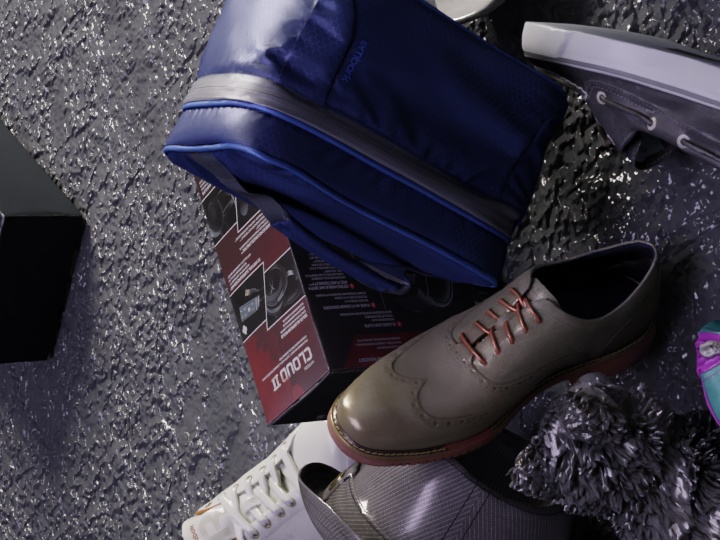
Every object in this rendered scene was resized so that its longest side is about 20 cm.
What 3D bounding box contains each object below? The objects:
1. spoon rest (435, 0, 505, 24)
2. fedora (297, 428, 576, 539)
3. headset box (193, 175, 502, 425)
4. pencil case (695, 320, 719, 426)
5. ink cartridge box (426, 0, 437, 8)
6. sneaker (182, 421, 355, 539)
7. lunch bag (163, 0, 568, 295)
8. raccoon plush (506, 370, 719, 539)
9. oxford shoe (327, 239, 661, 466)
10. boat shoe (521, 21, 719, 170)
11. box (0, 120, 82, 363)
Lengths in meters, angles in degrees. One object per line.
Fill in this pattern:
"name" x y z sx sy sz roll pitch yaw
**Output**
"spoon rest" 0.035 -0.171 1.173 0.200 0.060 0.100 -43 58 46
"fedora" 0.058 0.129 1.070 0.176 0.200 0.091 34 99 11
"headset box" 0.000 0.000 1.153 0.077 0.148 0.202 -41 60 47
"pencil case" 0.238 0.016 0.881 0.200 0.092 0.086 -44 33 42
"ink cartridge box" -0.047 -0.198 1.117 0.197 0.200 0.044 34 77 21
"sneaker" -0.065 0.167 1.300 0.201 0.084 0.073 -57 47 35
"lunch bag" 0.005 -0.066 1.034 0.136 0.199 0.133 10 75 62
"raccoon plush" 0.166 0.122 0.935 0.200 0.133 0.097 45 116 44
"oxford shoe" 0.070 0.035 1.008 0.071 0.199 0.074 49 152 30
"boat shoe" 0.156 -0.083 1.015 0.199 0.069 0.067 23 108 43
"box" -0.320 -0.034 1.639 0.200 0.078 0.142 44 128 44
